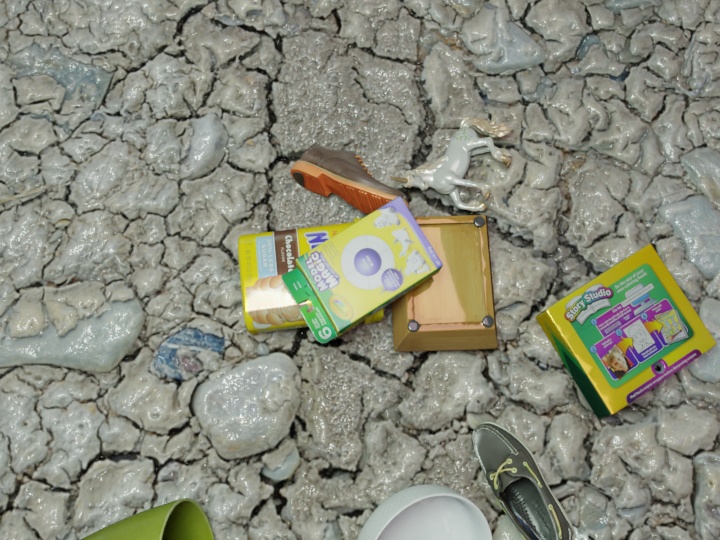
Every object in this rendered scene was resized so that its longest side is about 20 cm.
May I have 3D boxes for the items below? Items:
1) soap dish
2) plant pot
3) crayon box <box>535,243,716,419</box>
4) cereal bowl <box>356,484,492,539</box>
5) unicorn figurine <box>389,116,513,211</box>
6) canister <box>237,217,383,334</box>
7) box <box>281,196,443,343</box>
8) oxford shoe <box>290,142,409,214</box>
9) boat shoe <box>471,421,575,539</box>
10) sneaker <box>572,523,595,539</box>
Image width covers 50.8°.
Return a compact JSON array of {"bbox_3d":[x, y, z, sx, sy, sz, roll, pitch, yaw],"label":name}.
[{"bbox_3d":[0.121,0.012,1.108,0.153,0.081,0.205,-1,76,-4],"label":"soap dish"},{"bbox_3d":[-0.300,0.397,0.946,0.195,0.187,0.192,-11,75,9],"label":"plant pot"},{"bbox_3d":[0.388,0.088,1.116,0.197,0.058,0.175,-29,77,-11],"label":"crayon box"},{"bbox_3d":[0.072,0.373,0.990,0.196,0.083,0.206,-3,97,-26],"label":"cereal bowl"},{"bbox_3d":[0.147,-0.156,1.167,0.135,0.074,0.201,28,61,14],"label":"unicorn figurine"},{"bbox_3d":[-0.072,0.010,1.096,0.195,0.087,0.152,-7,76,-4],"label":"canister"},{"bbox_3d":[0.000,0.000,1.032,0.198,0.048,0.119,-32,80,-9],"label":"box"},{"bbox_3d":[-0.008,-0.141,1.129,0.197,0.072,0.074,24,69,20],"label":"oxford shoe"},{"bbox_3d":[0.213,0.289,1.024,0.072,0.060,0.202,-44,61,14],"label":"boat shoe"},{"bbox_3d":[0.316,0.420,1.020,0.081,0.075,0.200,-42,81,-4],"label":"sneaker"}]
